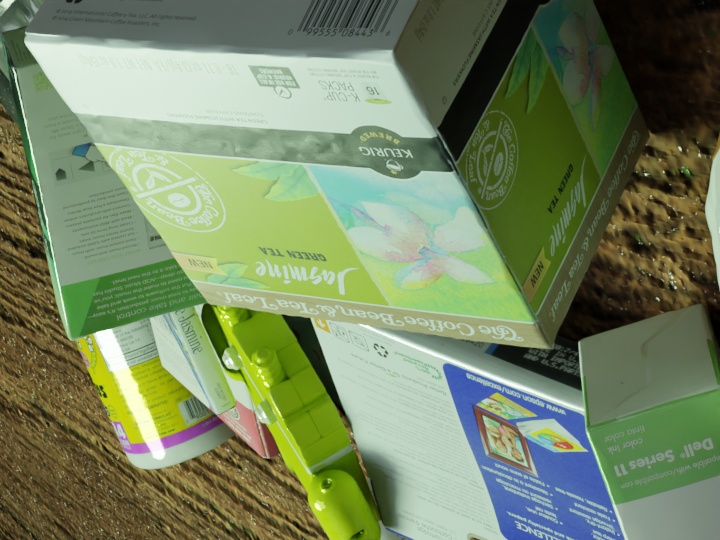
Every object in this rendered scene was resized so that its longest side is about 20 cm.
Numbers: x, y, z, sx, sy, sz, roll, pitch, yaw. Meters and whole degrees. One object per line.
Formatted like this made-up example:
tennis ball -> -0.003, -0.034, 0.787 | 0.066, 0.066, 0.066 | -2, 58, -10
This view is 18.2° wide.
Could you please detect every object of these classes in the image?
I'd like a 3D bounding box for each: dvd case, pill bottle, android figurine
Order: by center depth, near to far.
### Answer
android figurine -> -0.042, 0.085, 1.348 | 0.182, 0.041, 0.200 | 56, 173, 34
dvd case -> -0.131, -0.019, 1.358 | 0.143, 0.017, 0.200 | 59, 173, 38
pill bottle -> -0.164, 0.040, 1.687 | 0.104, 0.104, 0.201 | 5, 120, 64

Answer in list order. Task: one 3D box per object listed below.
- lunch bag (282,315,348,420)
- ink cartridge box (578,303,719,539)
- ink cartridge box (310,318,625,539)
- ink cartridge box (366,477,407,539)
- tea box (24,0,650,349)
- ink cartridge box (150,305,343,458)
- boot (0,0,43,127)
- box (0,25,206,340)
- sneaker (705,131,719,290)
lunch bag -> 0.000, 0.000, 1.324 | 0.160, 0.075, 0.200 | 49, 155, 21
ink cartridge box -> 0.165, 0.131, 1.057 | 0.117, 0.067, 0.201 | -78, -32, -71
ink cartridge box -> 0.075, 0.098, 1.230 | 0.197, 0.047, 0.200 | 19, 147, 34
ink cartridge box -> 0.047, 0.252, 1.554 | 0.161, 0.050, 0.200 | 49, 159, 29
tea box -> -0.005, -0.082, 1.009 | 0.199, 0.134, 0.197 | 6, 146, 34
ink cartridge box -> -0.087, 0.002, 1.500 | 0.146, 0.083, 0.201 | 38, 148, 46
boot -> -0.203, -0.179, 1.226 | 0.200, 0.070, 0.132 | 43, 149, 15
box -> -0.104, -0.058, 1.193 | 0.036, 0.144, 0.201 | -115, 15, -44
sneaker -> 0.188, 0.006, 0.954 | 0.200, 0.072, 0.085 | 73, -168, -45
